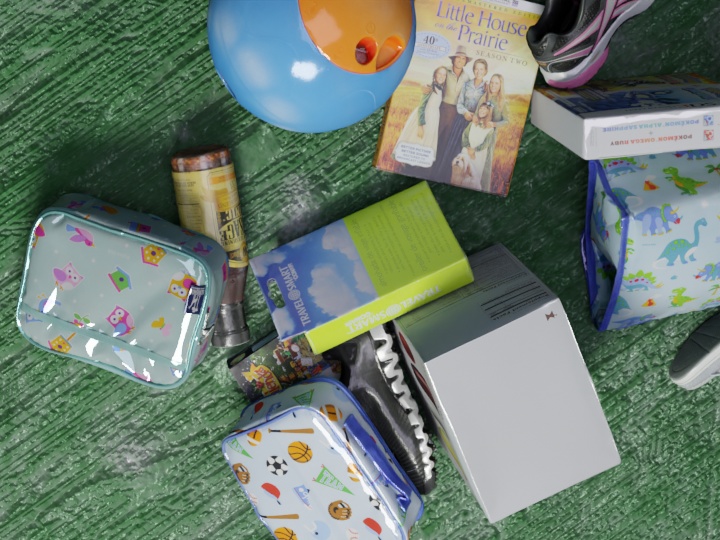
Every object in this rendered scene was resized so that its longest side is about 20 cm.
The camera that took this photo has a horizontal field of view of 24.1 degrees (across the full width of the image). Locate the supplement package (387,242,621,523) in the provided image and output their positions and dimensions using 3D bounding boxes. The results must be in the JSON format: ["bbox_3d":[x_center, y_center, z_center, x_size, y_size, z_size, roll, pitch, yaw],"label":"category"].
[{"bbox_3d":[0.136,0.108,1.690,0.146,0.200,0.192,-25,109,-4],"label":"supplement package"}]

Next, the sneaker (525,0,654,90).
[{"bbox_3d":[0.236,-0.280,1.679,0.086,0.080,0.201,36,81,-50],"label":"sneaker"}]

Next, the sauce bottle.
[{"bbox_3d":[-0.145,-0.024,1.701,0.066,0.066,0.201,-11,104,-7],"label":"sauce bottle"}]

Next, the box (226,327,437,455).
[{"bbox_3d":[-0.029,0.141,1.762,0.136,0.038,0.200,-34,104,-2],"label":"box"}]

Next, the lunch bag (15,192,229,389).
[{"bbox_3d":[-0.233,0.025,1.659,0.199,0.077,0.161,19,108,6],"label":"lunch bag"}]

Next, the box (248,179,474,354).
[{"bbox_3d":[0.000,0.000,1.695,0.199,0.122,0.048,-24,140,-1],"label":"box"}]

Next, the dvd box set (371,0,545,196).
[{"bbox_3d":[0.104,-0.187,1.725,0.145,0.029,0.201,12,99,-11],"label":"dvd box set"}]

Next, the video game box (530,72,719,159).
[{"bbox_3d":[0.280,-0.155,1.671,0.181,0.200,0.047,-4,106,-9],"label":"video game box"}]

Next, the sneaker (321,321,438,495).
[{"bbox_3d":[0.015,0.142,1.719,0.090,0.066,0.201,-20,99,-3],"label":"sneaker"}]

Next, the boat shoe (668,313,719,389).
[{"bbox_3d":[0.420,0.068,1.804,0.202,0.074,0.065,-37,102,-8],"label":"boat shoe"}]

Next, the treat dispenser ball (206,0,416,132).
[{"bbox_3d":[-0.046,-0.232,1.606,0.200,0.201,0.202,-2,101,-9],"label":"treat dispenser ball"}]

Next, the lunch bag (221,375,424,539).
[{"bbox_3d":[-0.032,0.208,1.691,0.160,0.076,0.200,-26,107,32],"label":"lunch bag"}]

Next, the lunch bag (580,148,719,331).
[{"bbox_3d":[0.323,-0.029,1.745,0.169,0.128,0.201,-11,131,-7],"label":"lunch bag"}]
